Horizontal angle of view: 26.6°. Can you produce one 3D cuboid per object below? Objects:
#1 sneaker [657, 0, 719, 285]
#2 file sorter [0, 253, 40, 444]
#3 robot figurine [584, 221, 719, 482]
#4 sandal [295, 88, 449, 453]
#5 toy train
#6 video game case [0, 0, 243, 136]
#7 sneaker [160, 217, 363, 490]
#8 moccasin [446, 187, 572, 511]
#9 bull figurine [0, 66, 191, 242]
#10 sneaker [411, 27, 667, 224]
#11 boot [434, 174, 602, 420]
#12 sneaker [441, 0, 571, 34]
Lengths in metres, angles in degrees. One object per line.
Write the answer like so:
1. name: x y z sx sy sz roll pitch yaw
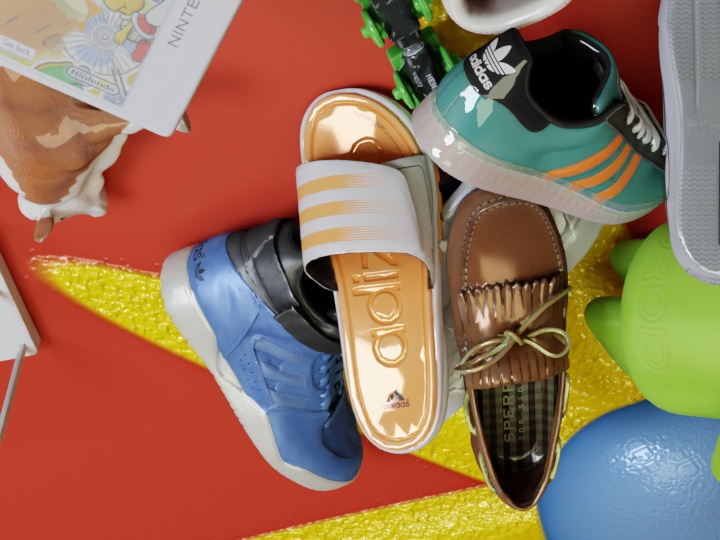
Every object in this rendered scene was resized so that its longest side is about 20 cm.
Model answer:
1. sneaker: 0.186 -0.093 0.802 0.072 0.071 0.202 7 89 4
2. file sorter: -0.294 0.018 0.882 0.138 0.125 0.201 -10 128 8
3. robot figurine: 0.229 0.028 0.865 0.199 0.176 0.116 2 143 43
4. sandal: 0.008 -0.001 0.842 0.079 0.059 0.209 -11 87 20
5. toy train: 0.012 -0.148 0.796 0.041 0.057 0.201 -27 124 6
6. video game case: -0.133 -0.163 0.627 0.199 0.023 0.182 23 127 -15
7. sneaker: -0.025 0.052 0.937 0.111 0.077 0.201 -19 119 26
8. moccasin: 0.083 0.045 0.852 0.073 0.078 0.203 -2 120 -5
9. bull figurine: -0.165 -0.106 0.824 0.120 0.065 0.201 -19 126 10
10. sneaker: 0.121 -0.078 0.800 0.199 0.072 0.080 4 141 -45
11. boot: 0.052 0.006 0.915 0.095 0.074 0.201 30 114 -14
12. sneaker: 0.109 -0.191 0.734 0.075 0.105 0.200 36 119 -22
